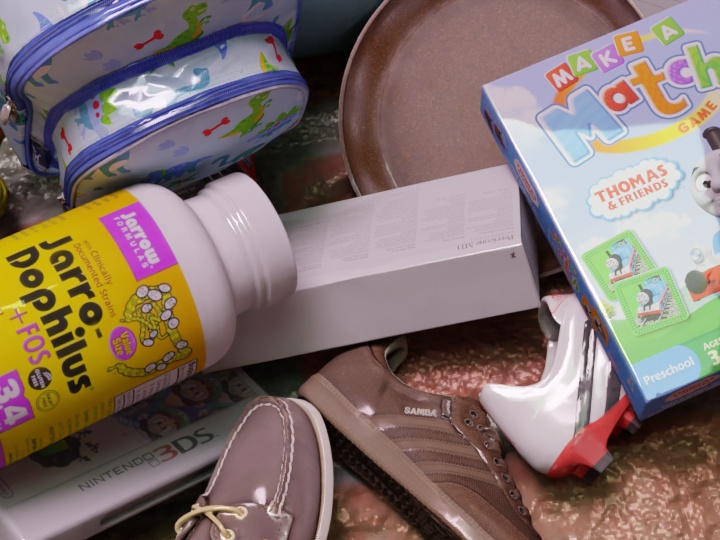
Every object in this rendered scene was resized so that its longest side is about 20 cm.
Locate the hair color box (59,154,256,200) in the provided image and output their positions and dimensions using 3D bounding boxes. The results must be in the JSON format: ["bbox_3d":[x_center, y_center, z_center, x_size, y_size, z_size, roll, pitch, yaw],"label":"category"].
[{"bbox_3d":[-0.136,-0.136,0.958,0.111,0.064,0.200,-17,58,13],"label":"hair color box"}]

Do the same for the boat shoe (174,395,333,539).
[{"bbox_3d":[-0.068,0.155,0.758,0.072,0.060,0.200,-1,67,41],"label":"boat shoe"}]

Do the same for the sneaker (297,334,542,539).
[{"bbox_3d":[0.053,0.106,0.786,0.076,0.070,0.200,-39,62,-18],"label":"sneaker"}]

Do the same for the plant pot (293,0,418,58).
[{"bbox_3d":[0.005,-0.232,0.944,0.135,0.200,0.200,2,57,-16],"label":"plant pot"}]

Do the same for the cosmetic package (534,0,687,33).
[{"bbox_3d":[0.201,-0.212,0.946,0.107,0.090,0.200,20,67,23],"label":"cosmetic package"}]

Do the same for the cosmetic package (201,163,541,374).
[{"bbox_3d":[0.000,0.000,0.839,0.200,0.051,0.083,-12,34,13],"label":"cosmetic package"}]

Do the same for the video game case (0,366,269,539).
[{"bbox_3d":[-0.169,0.059,0.829,0.182,0.024,0.200,-22,52,-40],"label":"video game case"}]

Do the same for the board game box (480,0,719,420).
[{"bbox_3d":[0.174,-0.041,0.787,0.151,0.037,0.200,-23,67,-4],"label":"board game box"}]

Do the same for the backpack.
[{"bbox_3d":[-0.113,-0.125,0.783,0.183,0.200,0.147,-24,79,-12],"label":"backpack"}]

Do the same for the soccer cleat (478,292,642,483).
[{"bbox_3d":[0.147,0.027,0.813,0.085,0.069,0.200,39,72,8],"label":"soccer cleat"}]

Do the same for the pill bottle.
[{"bbox_3d":[-0.136,0.020,0.748,0.200,0.104,0.104,-26,57,-22],"label":"pill bottle"}]

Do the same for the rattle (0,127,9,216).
[{"bbox_3d":[-0.294,-0.121,0.934,0.200,0.130,0.143,30,108,36],"label":"rattle"}]

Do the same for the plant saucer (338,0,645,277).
[{"bbox_3d":[0.086,-0.092,0.880,0.200,0.032,0.200,0,89,15],"label":"plant saucer"}]
